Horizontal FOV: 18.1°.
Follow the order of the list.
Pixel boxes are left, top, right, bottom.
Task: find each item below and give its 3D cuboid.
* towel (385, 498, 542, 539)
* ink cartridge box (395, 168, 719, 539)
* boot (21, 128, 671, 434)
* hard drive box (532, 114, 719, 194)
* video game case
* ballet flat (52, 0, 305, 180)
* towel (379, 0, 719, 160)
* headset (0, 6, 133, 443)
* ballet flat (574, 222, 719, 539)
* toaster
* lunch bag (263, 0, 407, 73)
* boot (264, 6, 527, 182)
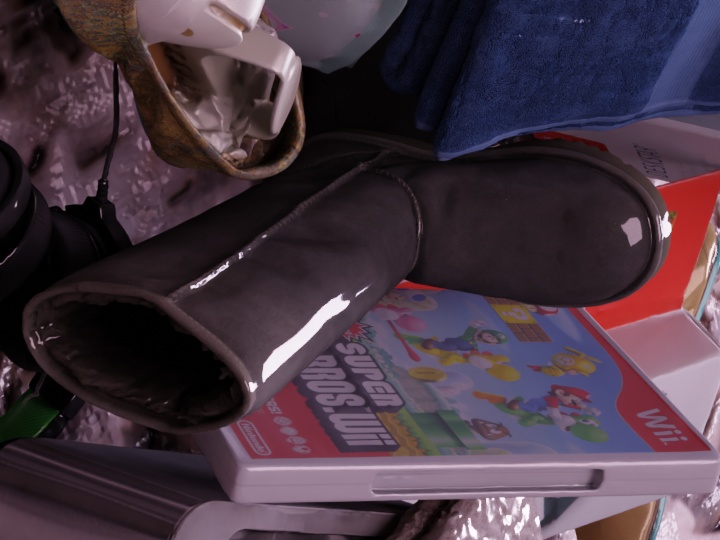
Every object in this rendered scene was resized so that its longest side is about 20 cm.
[{"bbox_3d":[0.020,0.166,0.855,0.200,0.034,0.133,-48,136,-39],"label":"towel"},{"bbox_3d":[0.079,0.053,1.021,0.199,0.044,0.174,-15,137,-27],"label":"ink cartridge box"},{"bbox_3d":[0.001,0.002,0.836,0.200,0.180,0.073,-28,119,-60],"label":"boot"},{"bbox_3d":[0.179,-0.081,1.036,0.156,0.198,0.077,32,73,-75],"label":"hard drive box"},{"bbox_3d":[0.022,0.045,0.876,0.198,0.143,0.018,2,116,-24],"label":"video game case"},{"bbox_3d":[-0.056,-0.087,0.768,0.071,0.070,0.200,-63,162,-17],"label":"ballet flat"},{"bbox_3d":[0.112,-0.102,0.870,0.199,0.049,0.112,-7,140,-32],"label":"towel"},{"bbox_3d":[-0.139,-0.012,0.862,0.201,0.094,0.123,-57,139,-1],"label":"headset"},{"bbox_3d":[0.131,0.063,1.162,0.063,0.069,0.202,17,83,-19],"label":"ballet flat"},{"bbox_3d":[-0.074,0.159,0.858,0.199,0.118,0.182,12,87,-50],"label":"toaster"},{"bbox_3d":[-0.045,-0.173,0.817,0.169,0.122,0.201,16,123,-19],"label":"lunch bag"},{"bbox_3d":[0.027,-0.042,0.963,0.077,0.138,0.202,-29,119,-39],"label":"boot"}]
